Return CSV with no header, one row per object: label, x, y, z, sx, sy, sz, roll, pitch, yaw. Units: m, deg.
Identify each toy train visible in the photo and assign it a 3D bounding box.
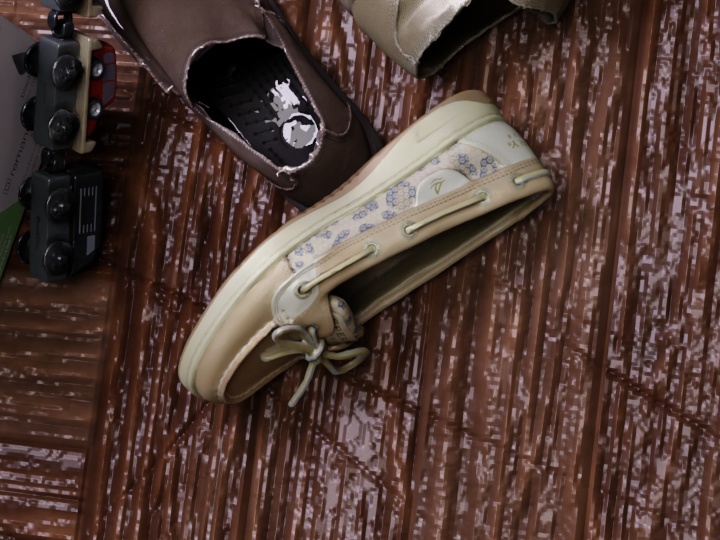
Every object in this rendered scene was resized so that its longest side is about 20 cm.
toy train,-0.139,-0.092,1.139,0.034,0.046,0.202,24,117,43

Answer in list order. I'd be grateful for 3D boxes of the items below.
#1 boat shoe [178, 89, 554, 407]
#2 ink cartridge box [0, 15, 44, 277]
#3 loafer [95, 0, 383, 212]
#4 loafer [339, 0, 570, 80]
boat shoe,0.000,0.000,1.106,0.200,0.073,0.063,-42,71,4
ink cartridge box,-0.227,-0.065,1.108,0.083,0.200,0.147,18,86,16
loafer,-0.067,-0.110,1.142,0.200,0.071,0.073,42,93,17
loafer,0.087,-0.155,1.113,0.199,0.076,0.068,-28,77,18
